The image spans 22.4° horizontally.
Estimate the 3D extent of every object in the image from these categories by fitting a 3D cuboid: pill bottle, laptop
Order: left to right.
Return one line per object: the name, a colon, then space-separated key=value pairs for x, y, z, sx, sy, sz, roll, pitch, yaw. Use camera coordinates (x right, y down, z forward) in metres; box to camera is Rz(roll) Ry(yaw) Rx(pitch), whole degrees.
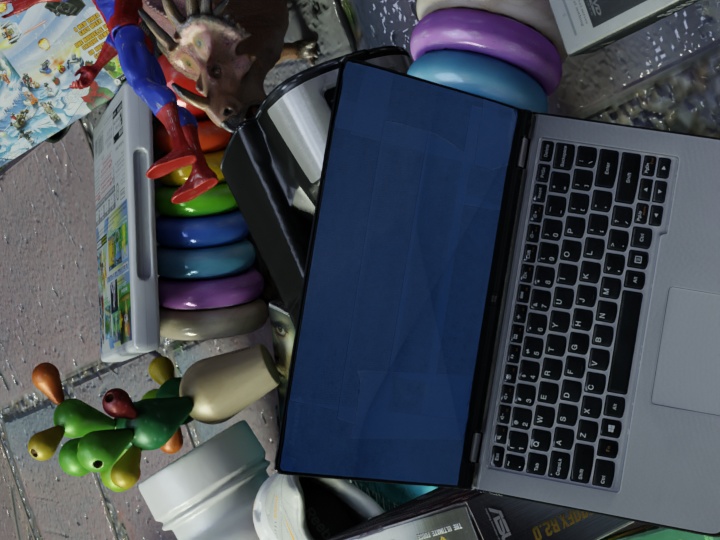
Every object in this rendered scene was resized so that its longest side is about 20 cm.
pill bottle: x=-0.067 y=0.212 z=1.266 sx=0.201 sy=0.114 sz=0.114 roll=59 pitch=146 yaw=3
laptop: x=0.083 y=0.016 z=0.840 sx=0.198 sy=0.116 sz=0.189 roll=9 pitch=89 yaw=13

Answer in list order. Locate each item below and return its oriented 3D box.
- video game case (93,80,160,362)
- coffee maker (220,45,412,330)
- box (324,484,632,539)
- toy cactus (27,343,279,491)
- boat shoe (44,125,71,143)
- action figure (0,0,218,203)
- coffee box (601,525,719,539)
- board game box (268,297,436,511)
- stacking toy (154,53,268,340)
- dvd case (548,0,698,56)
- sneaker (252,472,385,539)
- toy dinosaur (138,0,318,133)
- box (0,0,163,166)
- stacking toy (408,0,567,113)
video game case: x=-0.171 y=-0.029 z=1.321 sx=0.200 sy=0.022 sz=0.184 roll=161 pitch=107 yaw=-74
coffee maker: x=0.000 y=0.000 z=1.052 sx=0.192 sy=0.134 sz=0.201 roll=-38 pitch=69 yaw=41
box: x=0.073 y=0.139 z=1.010 sx=0.200 sy=0.157 sz=0.049 roll=-28 pitch=82 yaw=56
toy cactus: x=-0.138 y=0.090 z=1.262 sx=0.200 sy=0.164 sz=0.103 roll=27 pitch=-142 yaw=-79
boat shoe: x=-0.220 y=-0.165 z=1.378 sx=0.066 sy=0.074 sz=0.200 roll=51 pitch=135 yaw=11
action figure: x=-0.170 y=-0.131 z=1.199 sx=0.065 sy=0.098 sz=0.202 roll=54 pitch=-164 yaw=-63
coffee box: x=0.173 y=0.198 z=0.995 sx=0.200 sy=0.044 sz=0.124 roll=-33 pitch=77 yaw=56
board game box: x=0.009 y=0.105 z=1.207 sx=0.199 sy=0.028 sz=0.137 roll=21 pitch=123 yaw=50
stacking toy: x=-0.112 y=-0.057 z=1.276 sx=0.085 sy=0.085 sz=0.202 roll=9 pitch=105 yaw=54
dvd case: x=0.131 y=-0.192 z=0.776 sx=0.200 sy=0.025 sz=0.152 roll=-21 pitch=87 yaw=58
sneaker: x=0.011 y=0.199 z=1.158 sx=0.200 sy=0.076 sz=0.092 roll=42 pitch=157 yaw=7
toy dinosaur: x=-0.097 y=-0.159 z=1.140 sx=0.199 sy=0.135 sz=0.087 roll=26 pitch=126 yaw=48
box: x=-0.251 y=-0.164 z=1.320 sx=0.199 sy=0.040 sz=0.137 roll=-26 pitch=114 yaw=31
stacking toy: x=0.045 y=-0.046 z=0.929 sx=0.085 sy=0.085 sz=0.202 roll=-5 pitch=64 yaw=56
